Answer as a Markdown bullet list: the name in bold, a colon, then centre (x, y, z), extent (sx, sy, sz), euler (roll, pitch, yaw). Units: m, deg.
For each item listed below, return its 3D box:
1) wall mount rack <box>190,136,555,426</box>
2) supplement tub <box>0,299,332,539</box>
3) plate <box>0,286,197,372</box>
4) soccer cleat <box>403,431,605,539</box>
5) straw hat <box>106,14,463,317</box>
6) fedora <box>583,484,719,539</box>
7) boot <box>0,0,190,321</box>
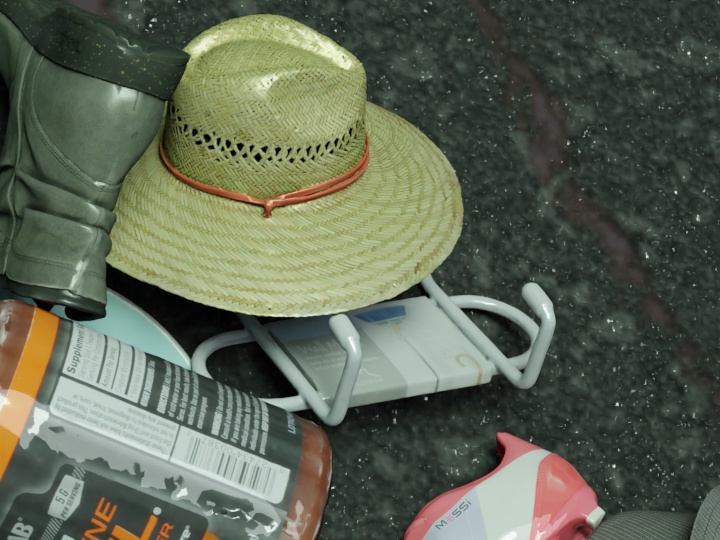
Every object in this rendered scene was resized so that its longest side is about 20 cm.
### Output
- **wall mount rack**: centre (0.000, 0.000, 0.843), extent (0.199, 0.075, 0.174), euler (-8, 38, -32)
- **supplement tub**: centre (-0.119, 0.080, 0.713), extent (0.199, 0.107, 0.107), euler (23, 63, -14)
- **plate**: centre (-0.156, 0.095, 0.766), extent (0.199, 0.026, 0.201), euler (8, 69, -21)
- **soccer cleat**: centre (0.034, 0.157, 0.815), extent (0.200, 0.067, 0.076), euler (-38, 58, -25)
- **straw hat**: centre (-0.045, -0.071, 0.790), extent (0.200, 0.085, 0.202), euler (4, 39, -3)
- **fedora**: centre (0.140, 0.194, 0.804), extent (0.177, 0.090, 0.201), euler (44, 58, -52)
- **boot**: centre (-0.151, -0.058, 0.767), extent (0.067, 0.200, 0.131), euler (16, 98, -31)
